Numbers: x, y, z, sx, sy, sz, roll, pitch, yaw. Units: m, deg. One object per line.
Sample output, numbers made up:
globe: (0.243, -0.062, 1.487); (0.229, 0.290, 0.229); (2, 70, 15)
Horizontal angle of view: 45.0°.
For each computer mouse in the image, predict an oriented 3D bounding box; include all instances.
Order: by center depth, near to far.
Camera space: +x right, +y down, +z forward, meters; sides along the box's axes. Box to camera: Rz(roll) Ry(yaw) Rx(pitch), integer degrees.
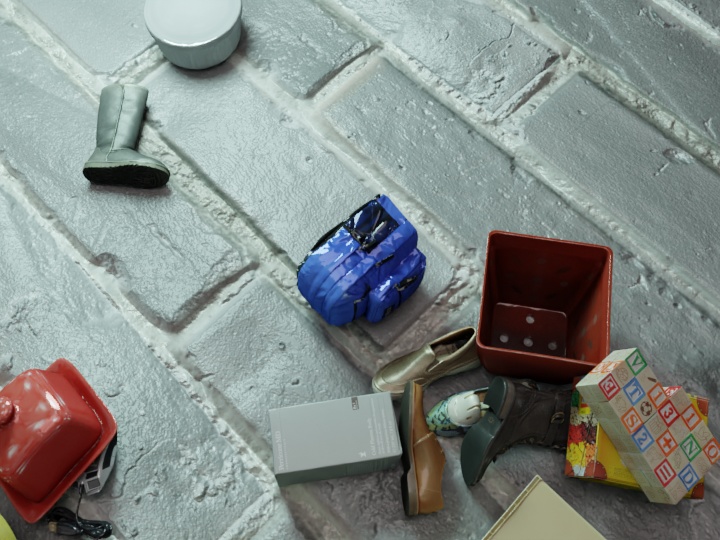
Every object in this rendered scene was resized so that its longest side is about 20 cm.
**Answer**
computer mouse: (-0.415, 0.312, 1.350); (0.107, 0.044, 0.204); (-2, 62, 19)

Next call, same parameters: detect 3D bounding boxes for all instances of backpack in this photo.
backpack: (0.000, 0.000, 1.445); (0.199, 0.163, 0.168); (-36, 70, -18)

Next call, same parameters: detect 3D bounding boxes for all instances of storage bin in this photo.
storage bin: (0.264, 0.442, 1.249); (0.199, 0.094, 0.198); (41, 70, 19)

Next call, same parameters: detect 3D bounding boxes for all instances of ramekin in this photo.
ramekin: (-0.329, -0.497, 1.747); (0.197, 0.095, 0.206); (0, 63, 1)

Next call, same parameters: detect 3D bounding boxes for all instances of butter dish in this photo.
butter dish: (-0.503, 0.234, 1.310); (0.200, 0.148, 0.199); (-47, 58, -8)

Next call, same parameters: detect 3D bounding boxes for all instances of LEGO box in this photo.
LEGO box: (0.416, 0.250, 1.304); (0.196, 0.077, 0.152); (14, 75, -16)

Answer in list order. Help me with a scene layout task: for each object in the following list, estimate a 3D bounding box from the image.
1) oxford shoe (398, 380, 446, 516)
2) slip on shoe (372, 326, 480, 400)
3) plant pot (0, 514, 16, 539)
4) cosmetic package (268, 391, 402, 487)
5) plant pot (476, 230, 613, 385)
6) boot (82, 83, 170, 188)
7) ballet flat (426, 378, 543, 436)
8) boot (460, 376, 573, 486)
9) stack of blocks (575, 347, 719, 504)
oxford shoe: (0.097, 0.272, 1.348); (0.070, 0.071, 0.205); (-2, 80, -9)
slip on shoe: (0.109, 0.147, 1.411); (0.196, 0.061, 0.077); (-17, 42, -10)
plant pot: (-0.568, 0.419, 1.233); (0.200, 0.202, 0.141); (43, 45, 21)
cosmetic package: (-0.042, 0.262, 1.351); (0.195, 0.091, 0.109); (-8, 65, -7)
plant pot: (0.282, 0.079, 1.392); (0.195, 0.177, 0.204); (8, 63, 5)
boot: (-0.428, -0.258, 1.645); (0.178, 0.073, 0.203); (7, 56, 2)
ballet flat: (0.200, 0.212, 1.384); (0.196, 0.075, 0.075); (-14, 62, -6)
boot: (0.259, 0.258, 1.344); (0.171, 0.203, 0.069); (15, 19, -22)
stack of blocks: (0.411, 0.212, 1.235); (0.114, 0.058, 0.202); (-35, 92, -21)
